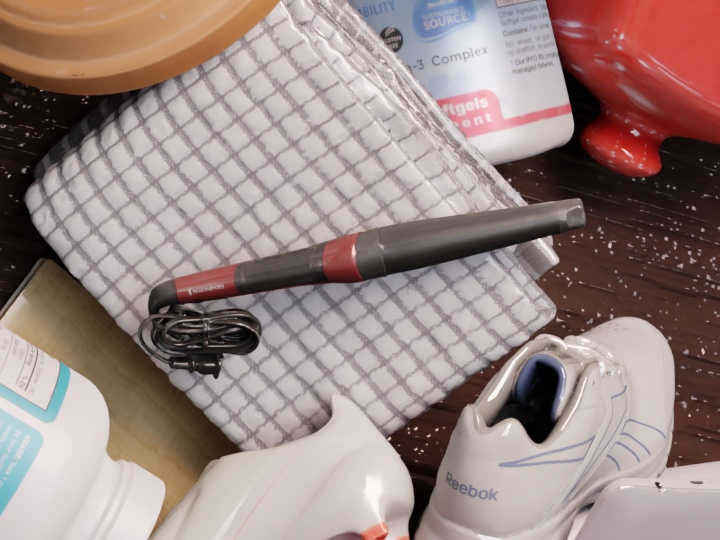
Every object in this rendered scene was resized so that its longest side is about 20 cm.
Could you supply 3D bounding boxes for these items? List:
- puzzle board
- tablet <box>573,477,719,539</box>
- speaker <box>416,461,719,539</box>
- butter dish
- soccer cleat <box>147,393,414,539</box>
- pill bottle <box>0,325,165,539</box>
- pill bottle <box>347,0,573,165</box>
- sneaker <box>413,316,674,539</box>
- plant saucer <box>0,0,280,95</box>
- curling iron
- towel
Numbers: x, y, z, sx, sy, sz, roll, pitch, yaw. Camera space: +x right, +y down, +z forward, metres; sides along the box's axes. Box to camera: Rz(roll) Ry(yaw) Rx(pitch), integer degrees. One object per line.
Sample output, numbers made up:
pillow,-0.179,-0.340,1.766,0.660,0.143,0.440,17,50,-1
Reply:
puzzle board,-0.116,0.115,1.310,0.200,0.017,0.151,43,69,-19
tablet,0.128,0.168,1.318,0.130,0.014,0.200,3,130,-29
speaker,0.128,0.136,1.354,0.200,0.081,0.081,-6,89,-23
butter dish,0.155,-0.115,1.400,0.200,0.199,0.148,24,98,-25
soccer cleat,-0.069,0.130,1.270,0.200,0.069,0.078,-30,64,5
pill bottle,-0.184,0.068,1.207,0.200,0.111,0.111,33,71,-12
pill bottle,0.028,-0.145,1.355,0.109,0.109,0.200,-16,93,-29
sneaker,0.096,0.065,1.298,0.200,0.074,0.087,-42,147,-53
plant saucer,-0.103,-0.172,1.245,0.032,0.200,0.201,45,63,-56
curling iron,0.000,0.000,1.240,0.200,0.026,0.050,-18,135,5
towel,-0.027,-0.020,1.289,0.166,0.086,0.200,-37,109,18
